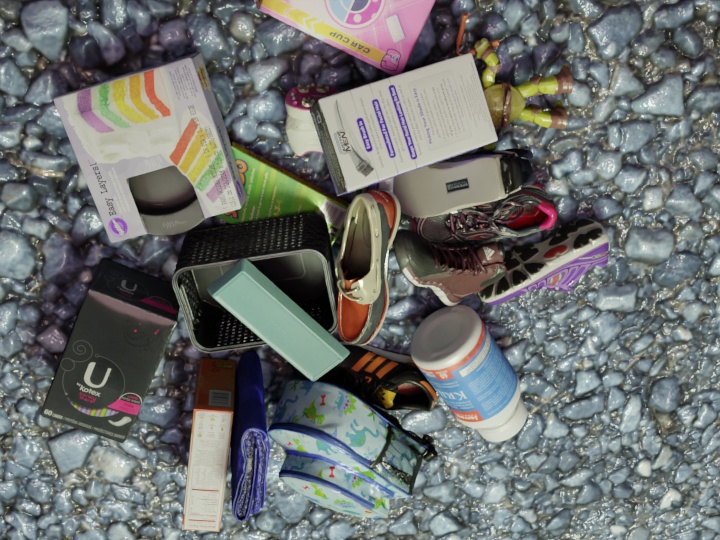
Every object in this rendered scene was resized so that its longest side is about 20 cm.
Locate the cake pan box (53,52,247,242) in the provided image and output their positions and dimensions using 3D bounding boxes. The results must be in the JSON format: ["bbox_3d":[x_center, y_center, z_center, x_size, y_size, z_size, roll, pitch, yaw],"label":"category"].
[{"bbox_3d":[-0.255,-0.145,0.995,0.181,0.052,0.203,-12,111,8],"label":"cake pan box"}]

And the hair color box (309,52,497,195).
[{"bbox_3d":[0.051,-0.172,0.951,0.198,0.065,0.111,-20,95,-15],"label":"hair color box"}]

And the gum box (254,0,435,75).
[{"bbox_3d":[-0.020,-0.327,0.952,0.198,0.066,0.115,22,108,-15],"label":"gum box"}]

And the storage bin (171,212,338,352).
[{"bbox_3d":[-0.133,0.016,1.055,0.197,0.094,0.137,-9,123,3],"label":"storage bin"}]

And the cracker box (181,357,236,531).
[{"bbox_3d":[-0.213,0.246,1.140,0.057,0.134,0.203,7,113,-10],"label":"cracker box"}]

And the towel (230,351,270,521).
[{"bbox_3d":[-0.149,0.221,1.102,0.049,0.201,0.150,6,114,-12],"label":"towel"}]

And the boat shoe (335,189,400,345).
[{"bbox_3d":[0.000,0.000,0.981,0.070,0.062,0.203,21,109,27],"label":"boat shoe"}]

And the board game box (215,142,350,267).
[{"bbox_3d":[-0.118,-0.089,1.065,0.198,0.030,0.096,26,110,-20],"label":"board game box"}]

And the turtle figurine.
[{"bbox_3d":[0.187,-0.225,1.024,0.159,0.065,0.203,-5,114,-5],"label":"turtle figurine"}]

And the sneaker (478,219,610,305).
[{"bbox_3d":[0.262,0.007,1.130,0.198,0.081,0.084,-23,122,3],"label":"sneaker"}]

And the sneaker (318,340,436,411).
[{"bbox_3d":[0.018,0.158,1.155,0.197,0.090,0.071,10,112,-12],"label":"sneaker"}]

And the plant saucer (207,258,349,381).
[{"bbox_3d":[-0.103,0.070,1.026,0.070,0.019,0.200,-36,118,20],"label":"plant saucer"}]

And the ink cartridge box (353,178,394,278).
[{"bbox_3d":[0.012,-0.046,1.064,0.043,0.094,0.203,0,113,-6],"label":"ink cartridge box"}]

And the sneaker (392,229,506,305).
[{"bbox_3d":[0.126,-0.021,1.053,0.114,0.077,0.199,-22,155,23],"label":"sneaker"}]

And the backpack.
[{"bbox_3d":[-0.030,0.248,1.116,0.200,0.182,0.148,43,59,-29],"label":"backpack"}]

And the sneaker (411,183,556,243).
[{"bbox_3d":[0.165,-0.077,1.081,0.197,0.075,0.082,-12,115,-1],"label":"sneaker"}]

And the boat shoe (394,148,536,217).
[{"bbox_3d":[0.133,-0.115,1.040,0.092,0.198,0.076,-19,105,-44],"label":"boat shoe"}]

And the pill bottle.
[{"bbox_3d":[0.163,0.155,1.155,0.112,0.113,0.201,-33,120,8],"label":"pill bottle"}]

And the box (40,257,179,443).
[{"bbox_3d":[-0.332,0.108,1.080,0.121,0.106,0.202,21,109,-16],"label":"box"}]

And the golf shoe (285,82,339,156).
[{"bbox_3d":[-0.001,-0.181,1.025,0.197,0.076,0.092,7,128,-8],"label":"golf shoe"}]
